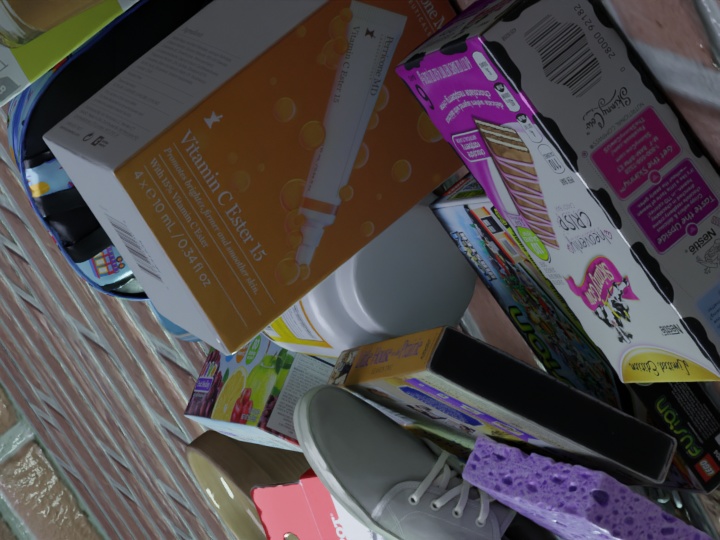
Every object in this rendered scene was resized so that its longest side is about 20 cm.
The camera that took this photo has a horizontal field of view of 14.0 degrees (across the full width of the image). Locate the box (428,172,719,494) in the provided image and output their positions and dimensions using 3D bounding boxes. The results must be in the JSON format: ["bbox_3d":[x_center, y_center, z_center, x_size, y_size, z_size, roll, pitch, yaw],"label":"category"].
[{"bbox_3d":[0.124,0.032,1.604,0.200,0.035,0.110,54,165,-9],"label":"box"}]

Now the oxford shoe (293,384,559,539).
[{"bbox_3d":[0.047,0.130,1.642,0.200,0.075,0.058,42,134,-7],"label":"oxford shoe"}]

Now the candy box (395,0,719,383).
[{"bbox_3d":[0.113,-0.041,1.403,0.200,0.061,0.136,53,166,-7],"label":"candy box"}]

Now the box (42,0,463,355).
[{"bbox_3d":[-0.041,-0.073,1.518,0.125,0.200,0.097,57,165,-27],"label":"box"}]

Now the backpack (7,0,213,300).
[{"bbox_3d":[-0.119,-0.090,1.726,0.134,0.200,0.183,30,156,56],"label":"backpack"}]

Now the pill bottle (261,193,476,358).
[{"bbox_3d":[0.000,0.000,1.766,0.109,0.109,0.200,54,166,-12],"label":"pill bottle"}]

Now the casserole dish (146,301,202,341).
[{"bbox_3d":[-0.114,-0.007,1.938,0.122,0.039,0.200,60,159,-3],"label":"casserole dish"}]

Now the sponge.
[{"bbox_3d":[0.160,0.152,1.616,0.200,0.030,0.111,31,169,-34],"label":"sponge"}]

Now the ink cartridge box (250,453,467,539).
[{"bbox_3d":[0.042,0.159,1.820,0.199,0.067,0.117,-10,107,34],"label":"ink cartridge box"}]

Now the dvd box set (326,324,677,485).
[{"bbox_3d":[0.074,0.079,1.620,0.146,0.030,0.200,26,168,-11],"label":"dvd box set"}]

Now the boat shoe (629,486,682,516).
[{"bbox_3d":[0.176,0.165,1.747,0.203,0.065,0.074,62,173,-21],"label":"boat shoe"}]

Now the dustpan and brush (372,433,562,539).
[{"bbox_3d":[0.049,0.185,1.757,0.139,0.057,0.201,27,121,-1],"label":"dustpan and brush"}]

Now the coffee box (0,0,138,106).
[{"bbox_3d":[-0.219,-0.244,1.659,0.200,0.198,0.200,26,150,56],"label":"coffee box"}]

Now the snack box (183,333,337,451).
[{"bbox_3d":[-0.049,0.045,1.966,0.053,0.143,0.200,26,172,-16],"label":"snack box"}]

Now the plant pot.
[{"bbox_3d":[-0.051,0.201,2.479,0.201,0.093,0.201,48,165,17],"label":"plant pot"}]
